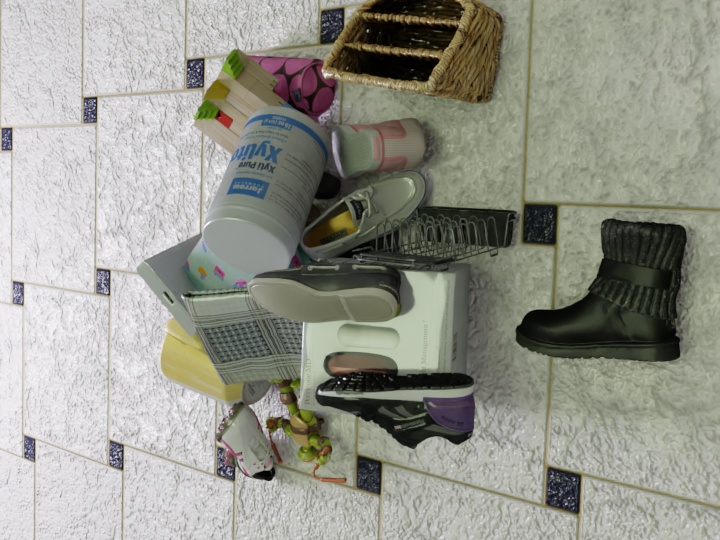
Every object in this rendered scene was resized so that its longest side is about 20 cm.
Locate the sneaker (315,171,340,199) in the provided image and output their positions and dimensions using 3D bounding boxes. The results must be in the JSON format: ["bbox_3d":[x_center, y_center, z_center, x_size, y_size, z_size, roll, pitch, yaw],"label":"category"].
[{"bbox_3d":[-0.108,-0.165,1.481,0.198,0.075,0.092,20,95,35],"label":"sneaker"}]

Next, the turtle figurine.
[{"bbox_3d":[-0.083,0.235,1.476,0.199,0.064,0.164,19,125,50],"label":"turtle figurine"}]

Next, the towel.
[{"bbox_3d":[-0.136,0.097,1.377,0.196,0.035,0.194,-5,131,12],"label":"towel"}]

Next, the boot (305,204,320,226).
[{"bbox_3d":[-0.139,-0.047,1.522,0.200,0.070,0.147,22,112,42],"label":"boot"}]

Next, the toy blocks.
[{"bbox_3d":[-0.161,-0.228,1.424,0.136,0.101,0.200,36,146,-7],"label":"toy blocks"}]

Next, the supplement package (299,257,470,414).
[{"bbox_3d":[0.036,0.086,1.267,0.196,0.147,0.195,3,94,15],"label":"supplement package"}]

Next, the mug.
[{"bbox_3d":[-0.228,0.147,1.537,0.152,0.186,0.152,26,111,28],"label":"mug"}]

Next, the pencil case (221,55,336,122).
[{"bbox_3d":[-0.132,-0.283,1.486,0.198,0.090,0.095,16,110,42],"label":"pencil case"}]

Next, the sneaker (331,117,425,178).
[{"bbox_3d":[0.029,-0.174,1.365,0.200,0.103,0.077,-161,64,-69],"label":"sneaker"}]

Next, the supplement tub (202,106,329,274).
[{"bbox_3d":[-0.126,-0.111,1.323,0.131,0.132,0.202,-15,46,40],"label":"supplement tub"}]

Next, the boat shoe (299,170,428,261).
[{"bbox_3d":[0.003,-0.079,1.328,0.198,0.070,0.072,-27,75,8],"label":"boat shoe"}]

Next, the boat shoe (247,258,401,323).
[{"bbox_3d":[-0.043,0.020,1.190,0.197,0.063,0.073,4,140,20],"label":"boat shoe"}]

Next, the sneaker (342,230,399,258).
[{"bbox_3d":[0.000,0.000,1.383,0.073,0.081,0.204,20,104,41],"label":"sneaker"}]

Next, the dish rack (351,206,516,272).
[{"bbox_3d":[0.091,-0.042,1.226,0.152,0.198,0.056,5,103,40],"label":"dish rack"}]

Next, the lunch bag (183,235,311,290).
[{"bbox_3d":[-0.151,0.013,1.435,0.201,0.122,0.170,52,143,2],"label":"lunch bag"}]

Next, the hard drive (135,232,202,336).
[{"bbox_3d":[-0.257,0.017,1.511,0.026,0.200,0.132,-39,91,23],"label":"hard drive"}]

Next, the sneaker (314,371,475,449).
[{"bbox_3d":[0.040,0.175,1.161,0.196,0.076,0.089,0,101,15],"label":"sneaker"}]

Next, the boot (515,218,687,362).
[{"bbox_3d":[0.280,0.018,1.134,0.208,0.079,0.161,0,99,31],"label":"boot"}]

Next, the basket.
[{"bbox_3d":[0.070,-0.306,1.262,0.198,0.148,0.145,19,104,40],"label":"basket"}]

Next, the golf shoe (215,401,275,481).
[{"bbox_3d":[-0.171,0.270,1.511,0.091,0.073,0.201,29,155,16],"label":"golf shoe"}]
